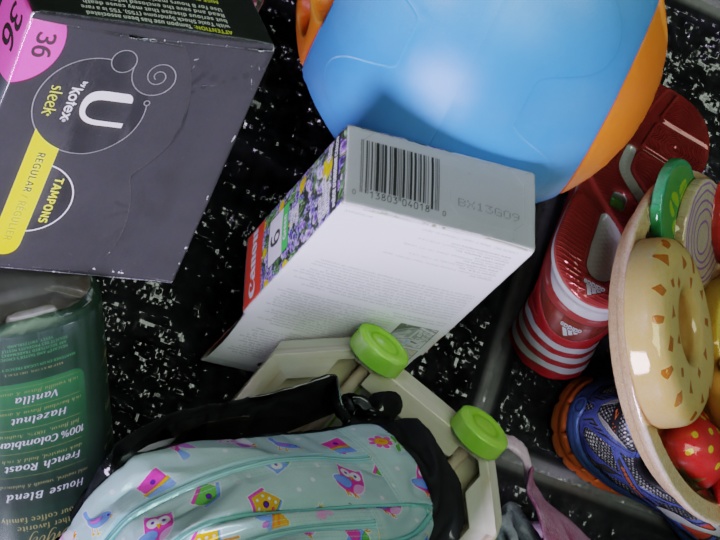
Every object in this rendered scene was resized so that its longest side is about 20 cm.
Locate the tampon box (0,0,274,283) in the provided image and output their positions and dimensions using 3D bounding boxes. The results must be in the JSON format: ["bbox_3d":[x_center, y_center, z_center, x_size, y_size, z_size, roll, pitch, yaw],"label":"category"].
[{"bbox_3d":[-0.148,-0.117,1.265,0.126,0.200,0.150,6,128,-28],"label":"tampon box"}]

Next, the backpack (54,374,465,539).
[{"bbox_3d":[-0.051,0.146,1.276,0.199,0.126,0.168,2,115,-43],"label":"backpack"}]

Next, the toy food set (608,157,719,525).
[{"bbox_3d":[0.193,0.036,1.403,0.200,0.048,0.198,59,39,-29],"label":"toy food set"}]

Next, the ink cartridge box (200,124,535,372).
[{"bbox_3d":[0.000,0.000,1.371,0.108,0.200,0.051,14,60,-20],"label":"ink cartridge box"}]

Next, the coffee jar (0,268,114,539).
[{"bbox_3d":[-0.168,0.086,1.302,0.085,0.104,0.201,-14,120,-19],"label":"coffee jar"}]

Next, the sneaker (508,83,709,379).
[{"bbox_3d":[0.130,-0.019,1.483,0.078,0.116,0.200,33,44,1],"label":"sneaker"}]

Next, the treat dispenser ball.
[{"bbox_3d":[0.065,-0.132,1.386,0.200,0.201,0.202,1,87,-21],"label":"treat dispenser ball"}]

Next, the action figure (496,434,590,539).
[{"bbox_3d":[0.148,0.187,1.476,0.199,0.134,0.149,3,51,-27],"label":"action figure"}]

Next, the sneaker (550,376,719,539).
[{"bbox_3d":[0.204,0.125,1.494,0.199,0.078,0.076,24,80,-18],"label":"sneaker"}]

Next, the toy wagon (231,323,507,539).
[{"bbox_3d":[0.012,0.128,1.390,0.200,0.040,0.155,39,111,-3],"label":"toy wagon"}]

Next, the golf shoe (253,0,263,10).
[{"bbox_3d":[-0.057,-0.205,1.401,0.072,0.092,0.200,34,81,-8],"label":"golf shoe"}]
